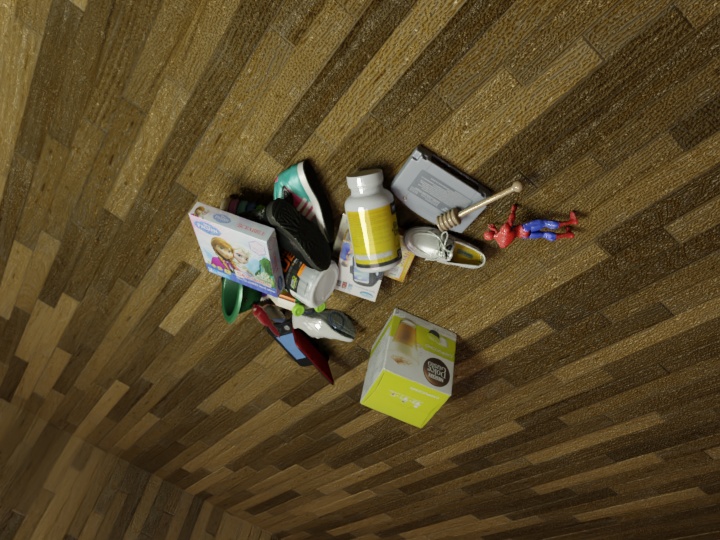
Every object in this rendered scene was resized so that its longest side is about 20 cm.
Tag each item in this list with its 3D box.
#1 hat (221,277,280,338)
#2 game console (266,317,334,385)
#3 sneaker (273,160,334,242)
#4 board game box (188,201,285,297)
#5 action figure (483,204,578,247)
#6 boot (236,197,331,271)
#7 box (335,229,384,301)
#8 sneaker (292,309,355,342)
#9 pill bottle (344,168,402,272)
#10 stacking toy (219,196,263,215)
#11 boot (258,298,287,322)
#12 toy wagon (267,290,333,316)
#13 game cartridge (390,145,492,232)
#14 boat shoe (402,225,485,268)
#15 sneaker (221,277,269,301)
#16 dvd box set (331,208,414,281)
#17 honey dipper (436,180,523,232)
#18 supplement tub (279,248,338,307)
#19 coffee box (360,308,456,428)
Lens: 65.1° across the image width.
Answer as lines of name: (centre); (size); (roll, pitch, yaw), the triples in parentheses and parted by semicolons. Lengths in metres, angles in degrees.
hat: (-0.260, 0.059, 1.470); (0.171, 0.171, 0.200); (6, 153, -29)
game console: (-0.182, 0.254, 1.685); (0.168, 0.121, 0.202); (-16, 128, 30)
sneaker: (-0.141, -0.143, 1.291); (0.117, 0.085, 0.204); (-10, 123, 19)
board game box: (-0.271, -0.042, 1.262); (0.194, 0.042, 0.203); (19, 144, 15)
action figure: (0.350, -0.102, 1.206); (0.192, 0.101, 0.067); (-9, 134, -6)
boot: (-0.174, -0.069, 1.272); (0.155, 0.081, 0.212); (-16, 126, 42)
box: (0.000, 0.000, 1.383); (0.115, 0.042, 0.204); (17, 136, 2)
sneaker: (-0.105, 0.154, 1.593); (0.194, 0.075, 0.089); (23, 132, 6)
pill bottle: (0.025, -0.108, 1.220); (0.108, 0.112, 0.207); (-4, 108, 20)
stacking toy: (-0.236, -0.125, 1.357); (0.192, 0.087, 0.087); (6, 137, 1)
boot: (-0.219, 0.092, 1.578); (0.195, 0.077, 0.097); (-11, 142, 38)
toy wagon: (-0.149, 0.048, 1.451); (0.195, 0.155, 0.041); (-7, 128, -41)
game cartridge: (0.167, -0.166, 1.210); (0.196, 0.041, 0.134); (29, 132, -13)
boat shoe: (0.192, -0.046, 1.268); (0.196, 0.086, 0.077); (20, 94, -6)
sneaker: (-0.301, 0.028, 1.529); (0.194, 0.071, 0.101); (-12, 128, 27)
dvd box set: (0.035, -0.060, 1.361); (0.193, 0.030, 0.148); (19, 137, -1)
honey dipper: (0.247, -0.134, 1.167); (0.196, 0.039, 0.038); (-24, 125, 33)
supplement tub: (-0.158, -0.009, 1.371); (0.196, 0.122, 0.125); (30, 143, 22)
coffee box: (0.132, 0.271, 1.544); (0.194, 0.202, 0.202); (21, 138, -6)
